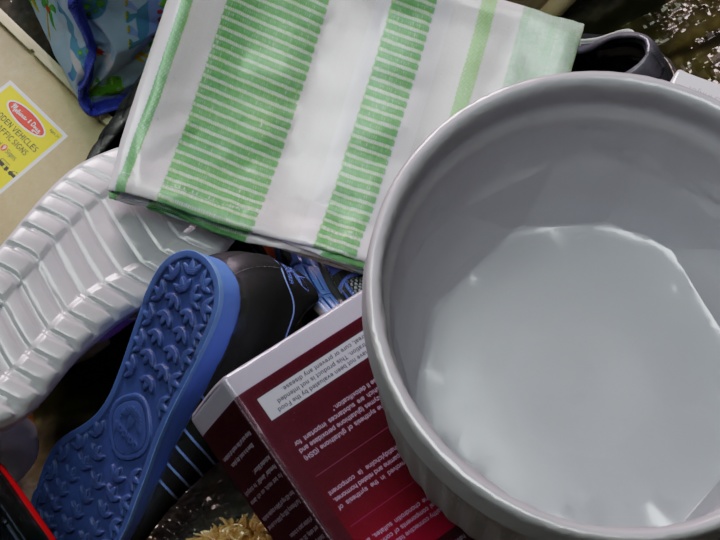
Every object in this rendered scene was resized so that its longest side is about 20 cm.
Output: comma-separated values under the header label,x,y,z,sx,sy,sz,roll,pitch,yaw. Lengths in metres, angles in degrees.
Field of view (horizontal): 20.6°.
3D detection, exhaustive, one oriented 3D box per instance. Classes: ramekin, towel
label,x,y,z,sx,sy,sz,roll,pitch,yaw
ramekin,0.097,0.029,0.813,0.199,0.105,0.201,1,66,-3
towel,-0.007,-0.076,0.950,0.199,0.023,0.154,16,83,0

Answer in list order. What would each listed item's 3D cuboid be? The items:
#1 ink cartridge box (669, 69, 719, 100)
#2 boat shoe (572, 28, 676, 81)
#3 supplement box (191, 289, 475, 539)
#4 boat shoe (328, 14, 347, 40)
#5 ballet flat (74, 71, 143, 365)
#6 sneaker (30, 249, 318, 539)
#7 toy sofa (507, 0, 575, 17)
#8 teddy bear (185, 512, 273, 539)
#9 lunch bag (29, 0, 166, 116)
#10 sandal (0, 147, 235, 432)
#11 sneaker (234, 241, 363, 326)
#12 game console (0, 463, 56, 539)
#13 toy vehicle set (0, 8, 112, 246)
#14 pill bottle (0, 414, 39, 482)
label,x,y,z,sx,sy,sz,roll,pitch,yaw
ink cartridge box,0.171,0.027,0.926,0.145,0.088,0.201,25,72,23
boat shoe,0.068,-0.111,1.038,0.199,0.063,0.073,10,67,19
supplement box,0.028,0.112,0.869,0.109,0.061,0.200,-31,81,-28
boat shoe,0.009,-0.152,1.007,0.062,0.073,0.201,-5,68,41
ballet flat,-0.119,-0.045,1.012,0.066,0.057,0.201,25,83,7
sneaker,-0.088,0.078,0.945,0.070,0.078,0.201,49,118,35
toy sofa,0.069,-0.227,1.103,0.083,0.097,0.200,-45,59,15
teddy bear,-0.028,0.155,0.911,0.145,0.067,0.200,33,73,24
lunch bag,-0.092,-0.201,1.098,0.199,0.128,0.171,-17,56,-17
sandal,-0.137,0.005,0.956,0.082,0.050,0.202,44,61,11
sneaker,0.000,0.000,0.989,0.078,0.075,0.200,-32,61,-10
game console,-0.172,0.218,0.884,0.118,0.173,0.200,-22,55,-31
toy vehicle set,-0.203,-0.061,1.093,0.124,0.027,0.200,-41,61,-11
pill bottle,-0.239,0.018,0.989,0.116,0.116,0.201,-20,69,1
